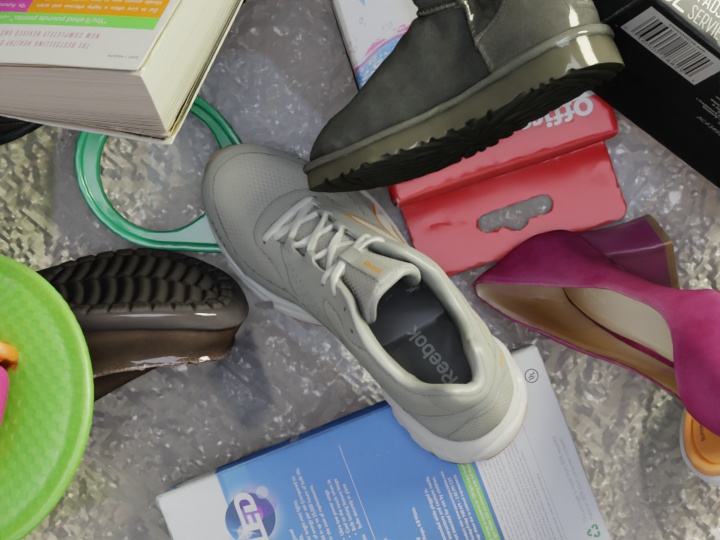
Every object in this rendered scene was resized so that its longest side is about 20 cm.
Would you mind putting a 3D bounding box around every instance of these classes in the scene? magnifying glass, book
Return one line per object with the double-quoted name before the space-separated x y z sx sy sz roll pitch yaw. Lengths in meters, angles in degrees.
"magnifying glass" -0.050 -0.024 1.165 0.199 0.022 0.080 29 89 2
"book" -0.113 -0.156 1.085 0.133 0.048 0.201 9 55 24

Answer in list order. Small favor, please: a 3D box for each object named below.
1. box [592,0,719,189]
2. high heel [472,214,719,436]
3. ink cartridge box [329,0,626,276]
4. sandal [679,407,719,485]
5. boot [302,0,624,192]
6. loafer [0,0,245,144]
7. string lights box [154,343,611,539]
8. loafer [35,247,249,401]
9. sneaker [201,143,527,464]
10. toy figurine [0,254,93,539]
"box" 0.211 -0.147 1.081 0.148 0.124 0.201 36 73 -9
"high heel" 0.121 0.034 1.083 0.095 0.200 0.068 -18 124 -5
"ink cartridge box" 0.053 -0.105 1.140 0.115 0.067 0.202 -18 90 0
"sandal" 0.212 0.006 1.125 0.059 0.079 0.207 37 91 -35
"boot" 0.024 -0.154 1.067 0.181 0.072 0.201 -25 79 27
"loafer" -0.123 -0.126 1.138 0.199 0.072 0.073 -36 89 -1
"string lights box" 0.011 0.119 1.143 0.199 0.059 0.104 -21 89 0
"loafer" -0.149 0.039 1.145 0.198 0.073 0.072 -6 114 9
"sneaker" 0.000 0.000 1.092 0.200 0.092 0.076 41 80 18
"toy figurine" -0.242 0.039 1.015 0.198 0.184 0.151 8 79 20
